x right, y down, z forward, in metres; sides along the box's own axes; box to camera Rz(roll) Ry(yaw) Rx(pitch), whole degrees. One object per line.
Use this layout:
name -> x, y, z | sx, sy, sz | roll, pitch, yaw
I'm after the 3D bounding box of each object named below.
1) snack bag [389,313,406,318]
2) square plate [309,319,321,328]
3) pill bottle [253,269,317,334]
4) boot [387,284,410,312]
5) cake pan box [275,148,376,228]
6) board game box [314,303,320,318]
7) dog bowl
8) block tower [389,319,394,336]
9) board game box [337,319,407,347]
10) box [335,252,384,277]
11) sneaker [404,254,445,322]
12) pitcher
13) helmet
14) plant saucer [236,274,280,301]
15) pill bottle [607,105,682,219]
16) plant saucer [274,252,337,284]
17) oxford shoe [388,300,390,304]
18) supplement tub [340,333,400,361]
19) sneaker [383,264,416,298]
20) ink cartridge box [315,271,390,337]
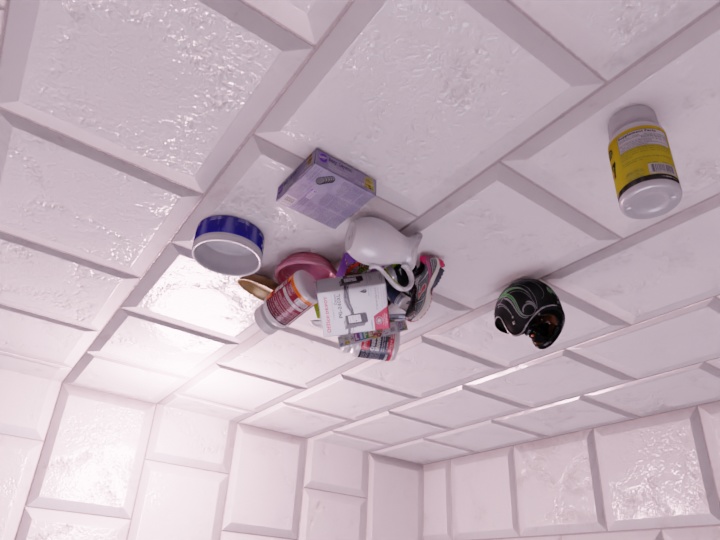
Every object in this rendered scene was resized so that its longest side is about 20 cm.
snack bag -> 0.073, 0.145, 1.853 | 0.183, 0.022, 0.200 | 0, 174, 10
square plate -> -0.045, 0.166, 1.806 | 0.192, 0.029, 0.200 | -2, 174, 8
pill bottle -> -0.217, 0.097, 1.702 | 0.198, 0.111, 0.109 | -37, 135, 23
boot -> 0.127, 0.076, 1.843 | 0.090, 0.073, 0.200 | 40, -177, 20
cake pan box -> -0.086, -0.190, 1.409 | 0.181, 0.054, 0.199 | 23, 145, -27
board game box -> -0.034, 0.091, 1.733 | 0.195, 0.049, 0.101 | -20, 171, 10
dog bowl -> -0.369, -0.066, 1.625 | 0.194, 0.081, 0.202 | 3, 150, 2
block tower -> 0.019, 0.194, 1.946 | 0.193, 0.060, 0.054 | -1, 174, 3
board game box -> 0.040, 0.198, 1.825 | 0.195, 0.035, 0.134 | -17, 173, 17
box -> 0.000, 0.000, 1.687 | 0.133, 0.040, 0.201 | -16, 156, -21
sneaker -> 0.171, 0.051, 1.689 | 0.073, 0.205, 0.080 | 19, -175, -23
pitcher -> 0.059, -0.044, 1.520 | 0.195, 0.176, 0.121 | 14, 155, -21
helmet -> 0.501, 0.125, 1.747 | 0.194, 0.191, 0.205 | -9, 119, -17
plant saucer -> -0.295, 0.062, 1.836 | 0.195, 0.036, 0.201 | 22, 160, 8
pill bottle -> 0.551, -0.215, 1.138 | 0.111, 0.205, 0.115 | 2, 151, 1
plant saucer -> -0.160, 0.005, 1.755 | 0.194, 0.052, 0.202 | 3, 150, 2
oxford shoe -> 0.013, 0.102, 1.904 | 0.194, 0.074, 0.072 | -3, 170, 21
supplement tub -> 0.034, 0.240, 2.048 | 0.194, 0.144, 0.141 | 8, 151, -9
sneaker -> 0.148, 0.023, 1.729 | 0.083, 0.073, 0.198 | -41, 143, 23
ink cartridge box -> -0.022, 0.095, 1.622 | 0.194, 0.084, 0.149 | -8, 115, -1
